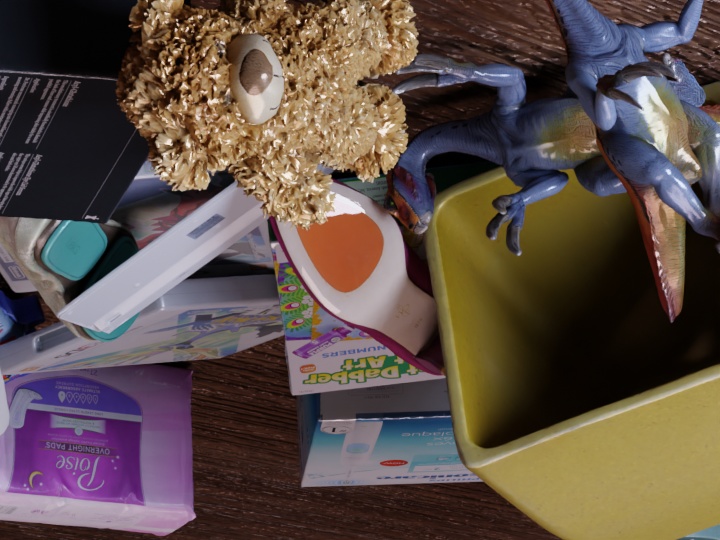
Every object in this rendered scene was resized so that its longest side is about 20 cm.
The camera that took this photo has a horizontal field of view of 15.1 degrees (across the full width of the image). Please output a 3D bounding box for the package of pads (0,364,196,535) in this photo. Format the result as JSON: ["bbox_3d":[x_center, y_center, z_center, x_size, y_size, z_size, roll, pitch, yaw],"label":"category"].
[{"bbox_3d":[-0.213,0.123,1.960,0.199,0.121,0.076,9,158,-34],"label":"package of pads"}]

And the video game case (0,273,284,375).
[{"bbox_3d":[-0.112,0.035,1.798,0.199,0.022,0.182,-4,168,-44],"label":"video game case"}]

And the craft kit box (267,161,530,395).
[{"bbox_3d":[0.045,0.005,1.688,0.199,0.049,0.198,-7,152,0],"label":"craft kit box"}]

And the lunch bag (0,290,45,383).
[{"bbox_3d":[-0.307,0.051,1.816,0.199,0.094,0.151,-17,159,3],"label":"lunch bag"}]

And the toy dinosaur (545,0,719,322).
[{"bbox_3d":[0.122,-0.080,1.333,0.105,0.181,0.200,-41,169,-52],"label":"toy dinosaur"}]

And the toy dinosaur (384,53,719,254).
[{"bbox_3d":[0.106,-0.061,1.489,0.199,0.106,0.181,1,179,-39],"label":"toy dinosaur"}]

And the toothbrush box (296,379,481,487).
[{"bbox_3d":[0.031,0.093,1.969,0.146,0.086,0.200,-1,163,-6],"label":"toothbrush box"}]

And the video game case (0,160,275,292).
[{"bbox_3d":[-0.145,-0.030,1.663,0.181,0.023,0.200,-4,162,4],"label":"video game case"}]

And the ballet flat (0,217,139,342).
[{"bbox_3d":[-0.173,-0.016,1.589,0.062,0.068,0.200,35,168,17],"label":"ballet flat"}]

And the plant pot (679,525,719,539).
[{"bbox_3d":[0.227,0.158,2.118,0.199,0.135,0.200,-3,162,-1],"label":"plant pot"}]

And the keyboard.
[{"bbox_3d":[-0.087,-0.025,1.570,0.200,0.011,0.056,-36,154,12],"label":"keyboard"}]

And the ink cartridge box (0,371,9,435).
[{"bbox_3d":[-0.318,0.081,1.669,0.199,0.125,0.129,-11,125,-7],"label":"ink cartridge box"}]

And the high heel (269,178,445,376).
[{"bbox_3d":[0.000,0.000,1.591,0.200,0.067,0.096,47,176,-31],"label":"high heel"}]

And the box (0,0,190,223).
[{"bbox_3d":[-0.175,-0.094,1.375,0.140,0.079,0.200,5,160,-17],"label":"box"}]

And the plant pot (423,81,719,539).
[{"bbox_3d":[0.173,0.050,1.558,0.195,0.195,0.200,-22,139,17],"label":"plant pot"}]

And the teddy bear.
[{"bbox_3d":[-0.030,-0.091,1.304,0.067,0.146,0.200,19,177,34],"label":"teddy bear"}]
